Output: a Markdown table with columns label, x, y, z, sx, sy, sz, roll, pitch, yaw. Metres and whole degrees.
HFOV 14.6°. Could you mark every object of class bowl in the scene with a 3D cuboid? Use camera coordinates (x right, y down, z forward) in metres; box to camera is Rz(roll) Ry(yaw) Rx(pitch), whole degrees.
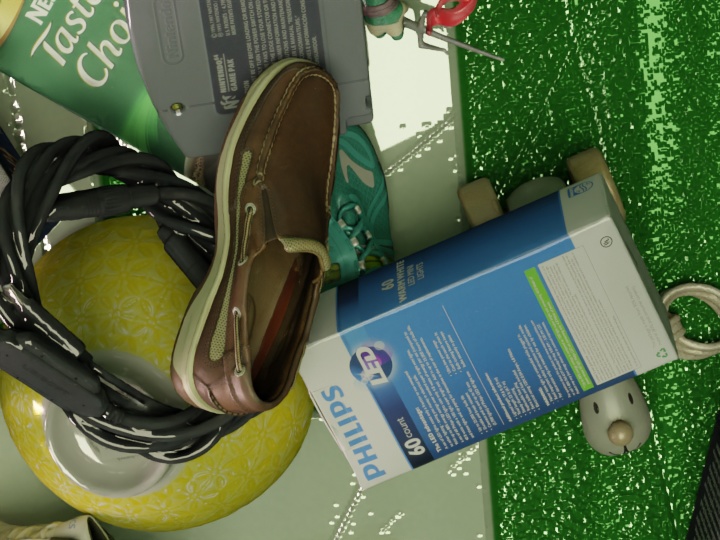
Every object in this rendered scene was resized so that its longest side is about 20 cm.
| label | x | y | z | sx | sy | sz | roll | pitch | yaw |
| --- | --- | --- | --- | --- | --- | --- | --- | --- | --- |
| bowl | -0.135 | 0.078 | 1.672 | 0.199 | 0.108 | 0.201 | 5 | 112 | 12 |

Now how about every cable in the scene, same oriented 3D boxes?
| label | x | y | z | sx | sy | sz | roll | pitch | yaw |
| --- | --- | --- | --- | --- | --- | --- | --- | --- | --- |
| cable | -0.128 | 0.016 | 1.596 | 0.199 | 0.164 | 0.051 | 33 | 149 | -19 |

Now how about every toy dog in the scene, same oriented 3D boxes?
| label | x | y | z | sx | sy | sz | roll | pitch | yaw |
| --- | --- | --- | --- | --- | --- | --- | --- | --- | --- |
| toy dog | 0.135 | 0.022 | 1.686 | 0.132 | 0.096 | 0.200 | -39 | 104 | 11 |

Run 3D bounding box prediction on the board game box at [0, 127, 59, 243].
| label | x | y | z | sx | sy | sz | roll | pitch | yaw |
| --- | --- | --- | --- | --- | --- | --- | --- | --- | --- |
| board game box | -0.280 | -0.009 | 1.657 | 0.200 | 0.136 | 0.035 | -45 | 146 | 13 |

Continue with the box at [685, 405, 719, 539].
| label | x | y | z | sx | sy | sz | roll | pitch | yaw |
| --- | --- | --- | --- | --- | --- | --- | --- | --- | --- |
| box | 0.294 | 0.128 | 1.718 | 0.147 | 0.107 | 0.201 | 10 | 108 | -5 |

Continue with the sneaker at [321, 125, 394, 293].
| label | x | y | z | sx | sy | sz | roll | pitch | yaw |
| --- | --- | --- | --- | --- | --- | --- | --- | --- | --- |
| sneaker | 0.000 | 0.000 | 1.679 | 0.077 | 0.080 | 0.201 | -20 | 113 | -20 |

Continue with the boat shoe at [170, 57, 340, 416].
| label | x | y | z | sx | sy | sz | roll | pitch | yaw |
| --- | --- | --- | --- | --- | --- | --- | --- | --- | --- |
| boat shoe | -0.040 | -0.016 | 1.552 | 0.074 | 0.075 | 0.204 | 15 | 86 | -39 |

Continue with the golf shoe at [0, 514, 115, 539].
| label | x | y | z | sx | sy | sz | roll | pitch | yaw |
| --- | --- | --- | --- | --- | --- | --- | --- | --- | --- |
| golf shoe | -0.191 | 0.176 | 1.719 | 0.199 | 0.078 | 0.098 | 27 | 120 | 11 |

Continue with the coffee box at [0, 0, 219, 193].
| label | x | y | z | sx | sy | sz | roll | pitch | yaw |
| --- | --- | --- | --- | --- | --- | --- | --- | --- | --- |
| coffee box | -0.125 | -0.137 | 1.657 | 0.199 | 0.044 | 0.123 | 31 | 105 | -10 |

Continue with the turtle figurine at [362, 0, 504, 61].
| label | x | y | z | sx | sy | sz | roll | pitch | yaw |
| --- | --- | --- | --- | --- | --- | --- | --- | --- | --- |
| turtle figurine | 0.025 | -0.213 | 1.610 | 0.199 | 0.101 | 0.150 | 34 | 95 | -1 |

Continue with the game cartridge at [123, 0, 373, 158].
| label | x | y | z | sx | sy | sz | roll | pitch | yaw |
| --- | --- | --- | --- | --- | --- | --- | --- | --- | --- |
| game cartridge | -0.065 | -0.151 | 1.566 | 0.132 | 0.041 | 0.201 | -11 | 136 | -5 |

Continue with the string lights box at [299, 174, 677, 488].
| label | x | y | z | sx | sy | sz | roll | pitch | yaw |
| --- | --- | --- | --- | --- | --- | --- | --- | --- | --- |
| string lights box | 0.068 | 0.036 | 1.607 | 0.199 | 0.059 | 0.103 | -23 | 116 | 10 |
